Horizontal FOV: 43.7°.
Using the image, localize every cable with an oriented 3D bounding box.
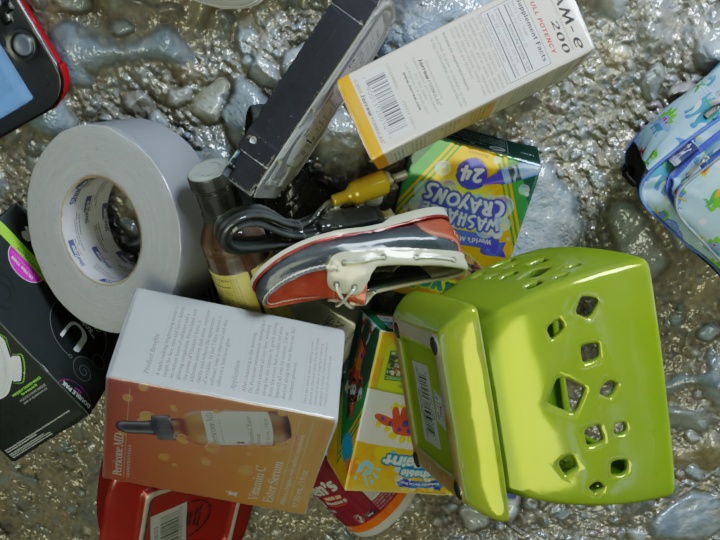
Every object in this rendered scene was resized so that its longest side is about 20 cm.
[{"bbox_3d":[-0.048,-0.043,0.817,0.197,0.051,0.098,-9,147,-29],"label":"cable"}]

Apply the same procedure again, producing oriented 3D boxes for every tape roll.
[{"bbox_3d":[-0.232,-0.044,0.876,0.197,0.066,0.204,8,107,28],"label":"tape roll"}]

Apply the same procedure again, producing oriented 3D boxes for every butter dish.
[{"bbox_3d":[-0.227,0.239,1.029,0.197,0.148,0.203,-10,128,-39],"label":"butter dish"}]

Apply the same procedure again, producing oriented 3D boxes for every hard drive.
[{"bbox_3d":[-0.039,-0.153,0.768,0.038,0.140,0.201,35,95,1],"label":"hard drive"}]

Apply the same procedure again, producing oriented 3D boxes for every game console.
[{"bbox_3d":[-0.399,-0.209,0.875,0.198,0.031,0.178,-23,113,16],"label":"game console"}]

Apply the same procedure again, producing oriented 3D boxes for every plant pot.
[{"bbox_3d":[0.136,0.096,0.784,0.178,0.199,0.204,-11,96,-13],"label":"plant pot"}]

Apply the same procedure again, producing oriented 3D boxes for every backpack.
[{"bbox_3d":[0.361,-0.092,0.785,0.182,0.148,0.200,38,112,-16],"label":"backpack"}]

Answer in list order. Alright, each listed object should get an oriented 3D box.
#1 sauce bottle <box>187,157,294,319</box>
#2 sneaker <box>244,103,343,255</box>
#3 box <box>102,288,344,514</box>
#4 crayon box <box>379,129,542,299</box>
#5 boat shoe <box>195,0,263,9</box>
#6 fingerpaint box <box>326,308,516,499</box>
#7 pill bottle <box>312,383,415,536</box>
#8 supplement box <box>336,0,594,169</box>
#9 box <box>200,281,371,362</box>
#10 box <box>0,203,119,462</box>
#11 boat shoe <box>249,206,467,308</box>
[{"bbox_3d":[-0.110,-0.008,0.836,0.064,0.065,0.202,-7,124,10],"label":"sauce bottle"},{"bbox_3d":[-0.050,-0.068,0.891,0.103,0.060,0.203,-11,96,-17],"label":"sneaker"},{"bbox_3d":[-0.126,0.124,0.827,0.196,0.107,0.154,11,133,-6],"label":"box"},{"bbox_3d":[0.090,-0.037,0.896,0.124,0.052,0.203,14,118,-1],"label":"crayon box"},{"bbox_3d":[-0.174,-0.284,0.789,0.198,0.069,0.073,27,117,-7],"label":"boat shoe"},{"bbox_3d":[0.080,0.139,0.921,0.197,0.073,0.170,7,103,-21],"label":"fingerpaint box"},{"bbox_3d":[-0.033,0.190,0.993,0.109,0.110,0.200,-36,108,22],"label":"pill bottle"},{"bbox_3d":[0.085,-0.164,0.762,0.198,0.126,0.074,-26,91,4],"label":"supplement box"},{"bbox_3d":[-0.092,0.024,0.938,0.198,0.069,0.083,29,117,-8],"label":"box"},{"bbox_3d":[-0.364,0.064,0.943,0.123,0.149,0.201,-29,111,21],"label":"box"},{"bbox_3d":[0.000,0.000,0.810,0.197,0.063,0.071,-17,159,-13],"label":"boat shoe"}]
